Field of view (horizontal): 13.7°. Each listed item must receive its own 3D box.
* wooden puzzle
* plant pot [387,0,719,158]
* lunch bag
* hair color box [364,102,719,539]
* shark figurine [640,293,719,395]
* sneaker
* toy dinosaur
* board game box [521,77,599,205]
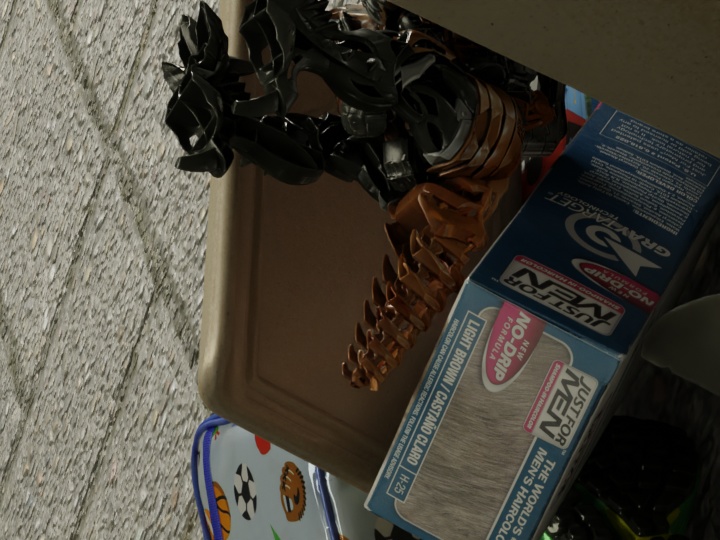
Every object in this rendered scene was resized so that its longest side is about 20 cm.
[{"bbox_3d":[0.000,0.000,1.126,0.037,0.200,0.186,-18,55,32],"label":"wooden puzzle"},{"bbox_3d":[0.115,-0.181,1.029,0.177,0.199,0.200,-51,31,30],"label":"plant pot"},{"bbox_3d":[-0.009,0.147,1.253,0.160,0.075,0.201,-21,78,61],"label":"lunch bag"},{"bbox_3d":[0.074,0.015,1.062,0.100,0.060,0.200,-67,-8,29],"label":"hair color box"},{"bbox_3d":[0.136,0.046,0.974,0.128,0.089,0.216,127,151,-52],"label":"shark figurine"},{"bbox_3d":[0.086,0.118,1.081,0.200,0.078,0.086,-95,5,-60],"label":"sneaker"},{"bbox_3d":[0.014,-0.059,1.021,0.102,0.135,0.201,-56,25,33],"label":"toy dinosaur"},{"bbox_3d":[0.075,-0.068,1.278,0.151,0.036,0.201,129,148,-51],"label":"board game box"}]
